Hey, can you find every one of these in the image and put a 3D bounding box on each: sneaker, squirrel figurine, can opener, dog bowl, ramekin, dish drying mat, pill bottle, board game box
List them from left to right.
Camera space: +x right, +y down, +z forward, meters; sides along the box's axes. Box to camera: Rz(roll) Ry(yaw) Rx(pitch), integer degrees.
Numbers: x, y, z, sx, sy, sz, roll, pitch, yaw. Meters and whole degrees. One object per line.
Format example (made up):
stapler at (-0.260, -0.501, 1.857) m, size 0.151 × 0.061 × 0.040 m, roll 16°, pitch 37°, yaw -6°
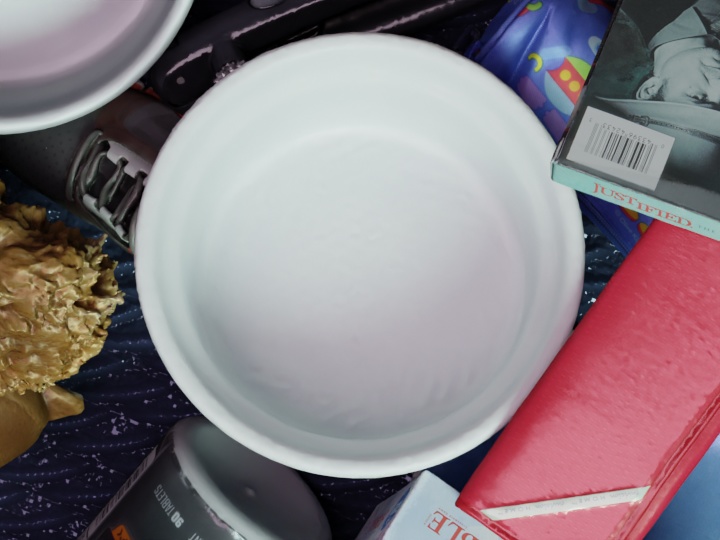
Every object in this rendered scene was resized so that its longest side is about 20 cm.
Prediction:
squirrel figurine at (-0.209, 0.020, 1.069) m, size 0.200 × 0.141 × 0.187 m, roll -1°, pitch 115°, yaw 54°
dog bowl at (-0.172, -0.169, 1.008) m, size 0.199 × 0.079 × 0.201 m, roll -2°, pitch 106°, yaw -7°
pill bottle at (-0.113, 0.180, 1.122) m, size 0.106 × 0.106 × 0.200 m, roll 41°, pitch 108°, yaw 1°
sneaker at (-0.104, -0.042, 1.082) m, size 0.199 × 0.082 × 0.077 m, roll 23°, pitch 106°, yaw 6°
can opener at (-0.012, -0.128, 1.045) m, size 0.199 × 0.079 × 0.063 m, roll -23°, pitch 138°, yaw 8°
ramekin at (0.000, 0.000, 0.993) m, size 0.199 × 0.098 × 0.201 m, roll 0°, pitch 79°, yaw 0°
board game box at (0.089, 0.176, 1.028) m, size 0.200 × 0.200 × 0.041 m, roll 35°, pitch 78°, yaw 2°
dish drying mat at (0.127, 0.041, 0.921) m, size 0.077 × 0.018 × 0.200 m, roll 36°, pitch 93°, yaw 7°

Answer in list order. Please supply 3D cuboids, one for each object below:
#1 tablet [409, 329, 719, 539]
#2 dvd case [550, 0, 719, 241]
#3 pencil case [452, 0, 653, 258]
tablet at (0.132, 0.107, 1.099) m, size 0.199 × 0.014 × 0.131 m, roll 22°, pitch 106°, yaw 8°
dvd case at (0.183, -0.102, 0.924) m, size 0.145 × 0.022 × 0.201 m, roll 20°, pitch 68°, yaw 10°
pencil case at (0.129, -0.054, 1.029) m, size 0.087 × 0.078 × 0.200 m, roll -42°, pitch 91°, yaw -7°
